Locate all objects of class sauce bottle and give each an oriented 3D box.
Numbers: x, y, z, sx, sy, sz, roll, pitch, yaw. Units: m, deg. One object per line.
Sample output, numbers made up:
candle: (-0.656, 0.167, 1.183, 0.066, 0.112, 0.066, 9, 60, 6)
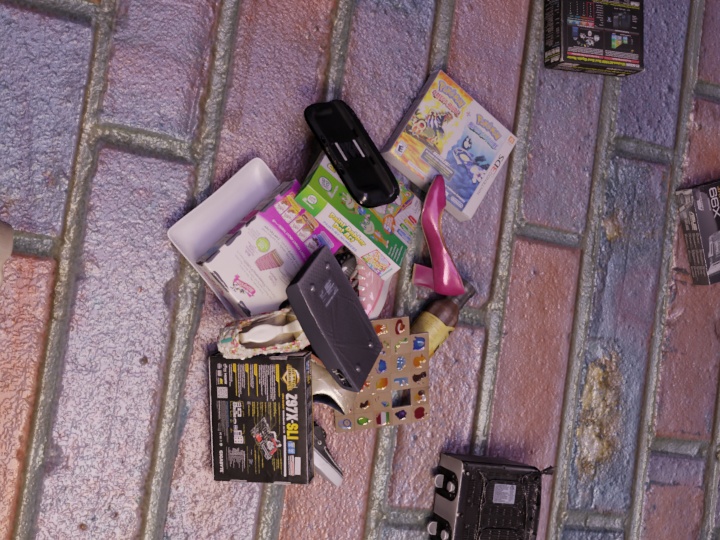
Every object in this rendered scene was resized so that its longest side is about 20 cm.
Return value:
sauce bottle: (0.127, 0.098, 1.547, 0.065, 0.065, 0.200, 46, 75, -16)

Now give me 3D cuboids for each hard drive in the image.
hard drive: (-0.041, 0.076, 1.366, 0.201, 0.042, 0.135, 61, 31, -19)

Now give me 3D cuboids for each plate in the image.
plate: (-0.180, -0.045, 1.433, 0.200, 0.032, 0.200, -43, 105, -18)

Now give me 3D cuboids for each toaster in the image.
toaster: (0.222, 0.417, 1.555, 0.198, 0.118, 0.183, 9, 87, -22)

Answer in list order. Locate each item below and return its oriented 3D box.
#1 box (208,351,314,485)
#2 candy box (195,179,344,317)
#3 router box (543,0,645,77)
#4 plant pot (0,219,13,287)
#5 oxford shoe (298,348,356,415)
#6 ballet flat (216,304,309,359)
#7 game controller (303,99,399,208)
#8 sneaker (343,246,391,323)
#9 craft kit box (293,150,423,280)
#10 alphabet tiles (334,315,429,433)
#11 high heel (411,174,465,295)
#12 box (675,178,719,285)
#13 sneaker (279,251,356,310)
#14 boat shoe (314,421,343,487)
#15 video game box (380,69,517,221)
box: (-0.153, 0.229, 1.386, 0.158, 0.049, 0.202, -1, 94, 11)
candy box: (-0.140, -0.027, 1.400, 0.200, 0.061, 0.137, -44, 108, -18)
router box: (0.445, -0.455, 1.689, 0.198, 0.062, 0.152, 1, 88, -23)
plant pot: (-0.578, -0.027, 1.191, 0.182, 0.200, 0.202, 22, 81, -33)
oxford shoe: (-0.098, 0.169, 1.417, 0.198, 0.071, 0.074, 18, 62, 3)
ballet flat: (-0.121, 0.092, 1.343, 0.199, 0.064, 0.076, -16, 88, -34)
game controller: (-0.014, -0.190, 1.432, 0.104, 0.042, 0.201, -21, 74, -39)
sneaker: (0.000, 0.000, 1.487, 0.104, 0.075, 0.202, 32, 70, -24)
craft kit box: (0.003, -0.112, 1.440, 0.197, 0.048, 0.201, 39, 37, -12)
alphabet tiles: (0.035, 0.173, 1.482, 0.165, 0.008, 0.202, -6, 112, -10)
high heel: (0.148, -0.059, 1.520, 0.095, 0.067, 0.202, 11, 97, 14)
box: (0.736, -0.085, 1.818, 0.156, 0.050, 0.202, -14, 95, -22)
sneaker: (-0.067, 0.060, 1.455, 0.200, 0.066, 0.090, -47, 117, 1)
boat shoe: (-0.087, 0.269, 1.453, 0.057, 0.069, 0.200, -44, 103, -18)
video game box: (0.160, -0.219, 1.575, 0.199, 0.047, 0.183, 36, 74, -19)
